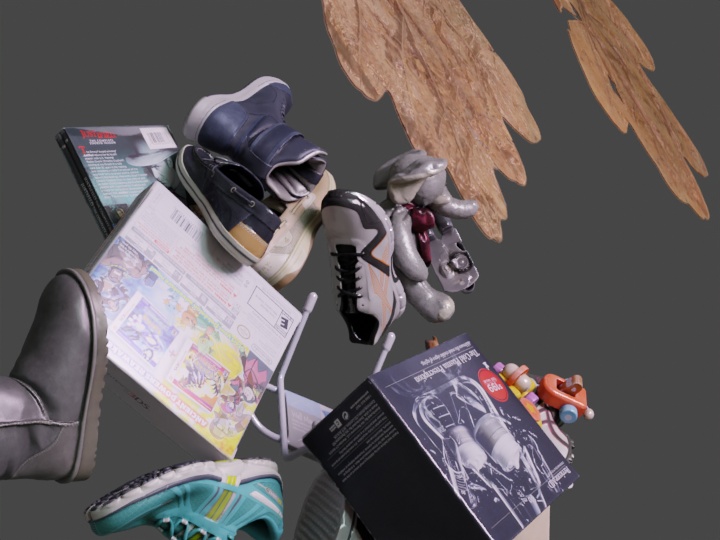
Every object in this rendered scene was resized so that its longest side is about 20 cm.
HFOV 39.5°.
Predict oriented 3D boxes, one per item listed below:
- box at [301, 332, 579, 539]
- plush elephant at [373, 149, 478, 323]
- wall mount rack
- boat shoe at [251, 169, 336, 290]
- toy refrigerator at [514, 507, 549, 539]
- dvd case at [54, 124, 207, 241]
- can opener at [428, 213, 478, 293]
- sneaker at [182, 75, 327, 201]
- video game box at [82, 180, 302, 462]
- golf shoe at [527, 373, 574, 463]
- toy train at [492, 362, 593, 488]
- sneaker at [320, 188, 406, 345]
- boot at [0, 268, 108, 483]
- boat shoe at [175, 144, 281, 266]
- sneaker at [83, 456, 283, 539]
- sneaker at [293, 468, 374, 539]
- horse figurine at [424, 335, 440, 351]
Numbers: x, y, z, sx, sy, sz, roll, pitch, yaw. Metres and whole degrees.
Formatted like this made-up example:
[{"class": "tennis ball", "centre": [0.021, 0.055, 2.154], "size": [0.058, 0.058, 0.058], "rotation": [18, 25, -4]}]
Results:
[{"class": "box", "centre": [0.080, 0.175, 0.935], "size": [0.182, 0.104, 0.200], "rotation": [53, 30, 13]}, {"class": "plush elephant", "centre": [0.064, -0.069, 1.210], "size": [0.200, 0.155, 0.165], "rotation": [39, 13, -17]}, {"class": "wall mount rack", "centre": [-0.023, 0.129, 1.027], "size": [0.200, 0.074, 0.174], "rotation": [30, 39, -35]}, {"class": "boat shoe", "centre": [-0.082, -0.062, 1.128], "size": [0.065, 0.072, 0.200], "rotation": [42, 40, -19]}, {"class": "toy refrigerator", "centre": [0.158, 0.289, 1.055], "size": [0.200, 0.076, 0.070], "rotation": [-57, 152, -71]}, {"class": "dvd case", "centre": [-0.206, -0.057, 1.009], "size": [0.146, 0.022, 0.201], "rotation": [-15, 75, -56]}, {"class": "can opener", "centre": [0.102, -0.057, 1.390], "size": [0.067, 0.053, 0.201], "rotation": [58, 7, -74]}, {"class": "sneaker", "centre": [-0.091, -0.149, 1.137], "size": [0.146, 0.077, 0.202], "rotation": [32, 29, 10]}, {"class": "video game box", "centre": [-0.163, 0.048, 0.917], "size": [0.200, 0.047, 0.183], "rotation": [44, 42, -20]}, {"class": "golf shoe", "centre": [0.222, 0.209, 1.286], "size": [0.088, 0.077, 0.200], "rotation": [30, 32, -8]}, {"class": "toy train", "centre": [0.226, 0.169, 1.226], "size": [0.150, 0.056, 0.200], "rotation": [28, 32, -1]}, {"class": "sneaker", "centre": [0.000, 0.000, 1.116], "size": [0.080, 0.073, 0.200], "rotation": [-58, 139, -41]}, {"class": "boot", "centre": [-0.282, 0.083, 0.715], "size": [0.200, 0.072, 0.183], "rotation": [6, 80, -44]}, {"class": "boat shoe", "centre": [-0.130, -0.078, 1.001], "size": [0.075, 0.062, 0.200], "rotation": [40, 8, -39]}, {"class": "sneaker", "centre": [-0.133, 0.200, 0.829], "size": [0.200, 0.077, 0.080], "rotation": [8, 64, -49]}, {"class": "sneaker", "centre": [-0.016, 0.276, 0.904], "size": [0.079, 0.078, 0.201], "rotation": [29, 51, -28]}, {"class": "horse figurine", "centre": [0.105, 0.169, 1.178], "size": [0.133, 0.050, 0.200], "rotation": [57, 29, -11]}]
